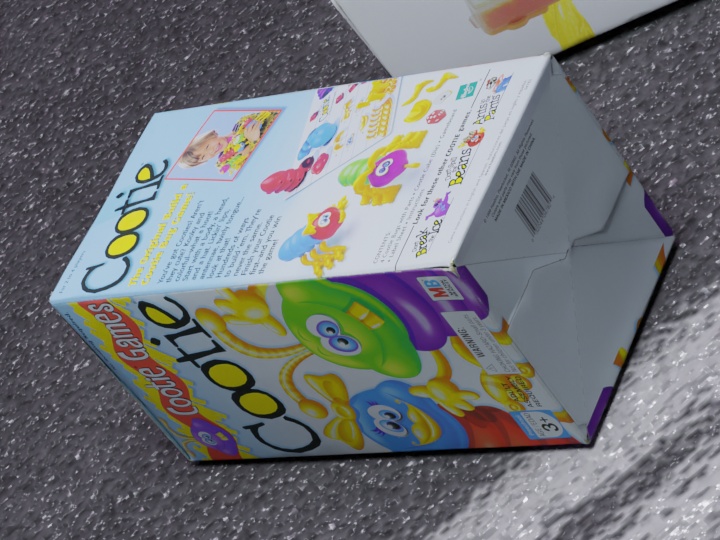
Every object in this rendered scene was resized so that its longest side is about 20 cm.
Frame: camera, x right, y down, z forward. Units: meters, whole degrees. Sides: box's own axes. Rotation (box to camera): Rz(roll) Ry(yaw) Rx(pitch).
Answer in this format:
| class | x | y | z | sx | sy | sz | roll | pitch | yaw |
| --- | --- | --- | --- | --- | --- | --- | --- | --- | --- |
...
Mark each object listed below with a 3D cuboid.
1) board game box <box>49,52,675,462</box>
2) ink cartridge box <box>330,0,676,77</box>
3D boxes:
| class | x | y | z | sx | sy | sz | roll | pitch | yaw |
| --- | --- | --- | --- | --- | --- | --- | --- | --- | --- |
| board game box | 0.000 | 0.000 | 1.144 | 0.199 | 0.103 | 0.105 | -5 | 46 | 40 |
| ink cartridge box | 0.092 | -0.172 | 1.280 | 0.199 | 0.084 | 0.146 | -22 | 36 | 23 |
